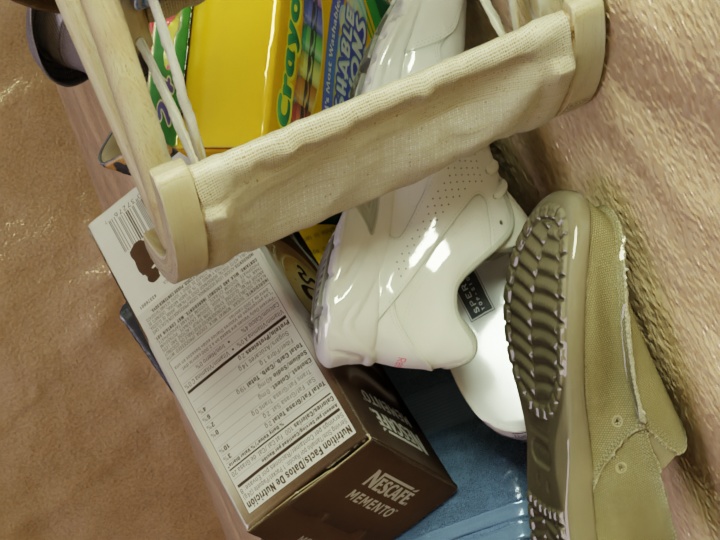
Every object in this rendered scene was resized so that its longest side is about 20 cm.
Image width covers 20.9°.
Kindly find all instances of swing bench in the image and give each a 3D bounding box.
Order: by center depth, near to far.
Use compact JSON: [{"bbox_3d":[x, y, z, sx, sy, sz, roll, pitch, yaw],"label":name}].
[{"bbox_3d":[-0.019,-0.116,0.809,0.202,0.197,0.130,69,168,-16],"label":"swing bench"}]

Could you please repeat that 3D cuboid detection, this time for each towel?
[{"bbox_3d":[0.035,0.077,1.055,0.049,0.111,0.202,41,-147,-60],"label":"towel"}]

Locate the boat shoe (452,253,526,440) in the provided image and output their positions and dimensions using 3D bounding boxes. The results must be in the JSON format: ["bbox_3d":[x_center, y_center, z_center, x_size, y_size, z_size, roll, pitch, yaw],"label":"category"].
[{"bbox_3d":[0.053,-0.007,1.002,0.201,0.071,0.068,64,-178,14],"label":"boat shoe"}]

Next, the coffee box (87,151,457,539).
[{"bbox_3d":[-0.046,0.045,1.012,0.201,0.080,0.113,58,-170,29],"label":"coffee box"}]

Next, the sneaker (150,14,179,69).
[{"bbox_3d":[-0.087,-0.133,1.165,0.090,0.078,0.200,45,-178,-9],"label":"sneaker"}]

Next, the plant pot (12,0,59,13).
[{"bbox_3d":[-0.158,-0.292,1.230,0.187,0.185,0.202,107,153,-73],"label":"plant pot"}]

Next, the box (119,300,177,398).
[{"bbox_3d":[-0.058,0.052,1.334,0.201,0.117,0.197,55,-174,-14],"label":"box"}]

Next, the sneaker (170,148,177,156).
[{"bbox_3d":[-0.088,-0.118,1.322,0.200,0.076,0.085,-79,-15,-65],"label":"sneaker"}]

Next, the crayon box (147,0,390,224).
[{"bbox_3d":[-0.041,-0.105,0.993,0.200,0.051,0.127,29,-115,-68],"label":"crayon box"}]

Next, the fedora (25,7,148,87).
[{"bbox_3d":[-0.167,-0.218,1.470,0.090,0.202,0.177,28,-166,17],"label":"fedora"}]

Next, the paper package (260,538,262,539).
[{"bbox_3d":[0.017,0.212,1.174,0.190,0.200,0.104,39,-165,-52],"label":"paper package"}]

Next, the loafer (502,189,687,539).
[{"bbox_3d":[0.111,0.059,0.905,0.076,0.067,0.202,-139,44,-65],"label":"loafer"}]

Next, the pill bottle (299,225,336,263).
[{"bbox_3d":[0.000,0.000,1.173,0.202,0.112,0.113,68,169,-9],"label":"pill bottle"}]

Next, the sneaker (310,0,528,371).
[{"bbox_3d":[0.038,-0.045,0.938,0.078,0.098,0.202,144,137,-81],"label":"sneaker"}]

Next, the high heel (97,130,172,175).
[{"bbox_3d":[-0.141,-0.150,1.440,0.201,0.141,0.072,80,169,-49],"label":"high heel"}]
